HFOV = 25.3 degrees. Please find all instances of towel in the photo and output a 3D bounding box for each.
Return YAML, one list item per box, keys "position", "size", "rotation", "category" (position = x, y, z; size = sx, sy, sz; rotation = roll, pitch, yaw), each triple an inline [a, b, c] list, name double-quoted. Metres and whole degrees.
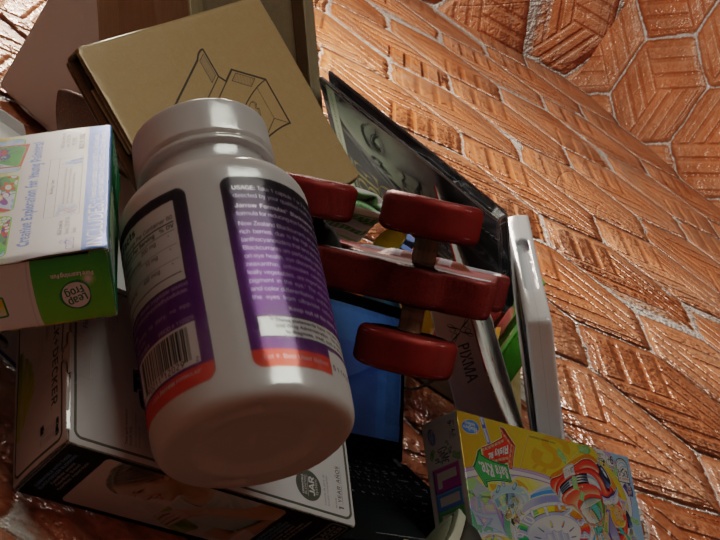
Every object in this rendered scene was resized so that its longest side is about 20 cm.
- position: [-0.062, -0.050, 1.326]
  size: [0.151, 0.024, 0.200]
  rotation: [13, -12, -8]
  category: "towel"

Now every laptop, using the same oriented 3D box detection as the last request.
- position: [0.008, 0.100, 1.109]
  size: [0.176, 0.104, 0.200]
  rotation: [16, 16, -44]
  category: "laptop"

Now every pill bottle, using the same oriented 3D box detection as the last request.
- position: [-0.075, 0.008, 0.892]
  size: [0.111, 0.111, 0.201]
  rotation: [19, 47, -42]
  category: "pill bottle"

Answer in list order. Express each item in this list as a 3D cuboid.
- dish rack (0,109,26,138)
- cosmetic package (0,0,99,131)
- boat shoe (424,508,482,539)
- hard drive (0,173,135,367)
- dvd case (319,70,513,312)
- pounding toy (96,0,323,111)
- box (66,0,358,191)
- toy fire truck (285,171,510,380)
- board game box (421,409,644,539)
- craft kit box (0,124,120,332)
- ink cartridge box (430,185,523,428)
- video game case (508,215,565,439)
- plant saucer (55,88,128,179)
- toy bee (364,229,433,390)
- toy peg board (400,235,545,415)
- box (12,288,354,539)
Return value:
- position: [-0.241, -0.057, 1.196]
  size: [0.199, 0.044, 0.172]
  rotation: [34, 16, 2]
  category: "dish rack"
- position: [-0.218, -0.214, 1.397]
  size: [0.102, 0.201, 0.074]
  rotation: [41, 14, 35]
  category: "cosmetic package"
- position: [0.048, 0.210, 0.945]
  size: [0.060, 0.072, 0.201]
  rotation: [37, 23, -1]
  category: "boat shoe"
- position: [-0.179, 0.006, 1.068]
  size: [0.132, 0.025, 0.200]
  rotation: [39, 32, 10]
  category: "hard drive"
- position: [0.047, -0.063, 1.309]
  size: [0.200, 0.016, 0.149]
  rotation: [42, -17, 25]
  category: "dvd case"
- position: [-0.122, -0.169, 1.313]
  size: [0.199, 0.141, 0.186]
  rotation: [10, 71, -52]
  category: "pounding toy"
- position: [-0.100, -0.105, 1.157]
  size: [0.200, 0.021, 0.164]
  rotation: [-29, 88, -50]
  category: "box"
- position: [0.000, 0.000, 1.076]
  size: [0.198, 0.113, 0.168]
  rotation: [11, 2, 6]
  category: "toy fire truck"
- position: [0.129, 0.182, 1.119]
  size: [0.199, 0.034, 0.136]
  rotation: [18, 55, -43]
  category: "board game box"
- position: [-0.235, -0.020, 0.908]
  size: [0.195, 0.049, 0.200]
  rotation: [-5, 24, -5]
  category: "craft kit box"
- position: [0.082, 0.064, 1.231]
  size: [0.174, 0.043, 0.201]
  rotation: [62, 11, -44]
  category: "ink cartridge box"
- position: [0.144, 0.083, 1.284]
  size: [0.023, 0.202, 0.183]
  rotation: [-7, 27, 4]
  category: "video game case"
- position: [-0.157, -0.067, 1.231]
  size: [0.199, 0.035, 0.200]
  rotation: [34, -7, 5]
  category: "plant saucer"
- position: [-0.018, 0.016, 1.301]
  size: [0.201, 0.130, 0.109]
  rotation: [75, -7, -53]
  category: "toy bee"
- position: [0.082, 0.028, 1.479]
  size: [0.198, 0.098, 0.200]
  rotation: [33, 16, -4]
  category: "toy peg board"
- position: [-0.102, 0.090, 0.939]
  size: [0.199, 0.060, 0.117]
  rotation: [22, 44, -35]
  category: "box"
